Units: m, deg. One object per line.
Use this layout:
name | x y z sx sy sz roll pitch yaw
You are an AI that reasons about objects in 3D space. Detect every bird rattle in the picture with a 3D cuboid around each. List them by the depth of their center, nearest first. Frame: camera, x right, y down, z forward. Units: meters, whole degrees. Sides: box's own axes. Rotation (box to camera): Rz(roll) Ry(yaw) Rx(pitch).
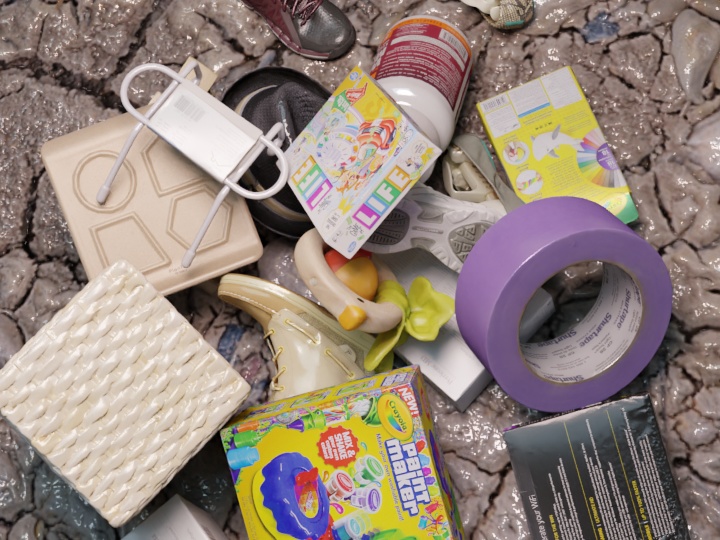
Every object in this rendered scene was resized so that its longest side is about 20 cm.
bird rattle | 0.000 0.000 1.386 0.113 0.163 0.200 -38 71 26

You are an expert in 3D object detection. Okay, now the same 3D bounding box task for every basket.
basket | -0.233 0.119 1.339 0.198 0.161 0.200 46 77 -4

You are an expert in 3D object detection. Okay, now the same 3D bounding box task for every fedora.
fedora | -0.061 -0.138 1.502 0.200 0.092 0.201 6 78 -28

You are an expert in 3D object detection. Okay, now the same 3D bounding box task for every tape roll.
tape roll | 0.200 0.033 1.354 0.200 0.200 0.085 -35 32 -2

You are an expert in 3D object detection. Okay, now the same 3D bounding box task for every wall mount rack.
wall mount rack | -0.176 -0.113 1.413 0.200 0.075 0.174 37 78 8

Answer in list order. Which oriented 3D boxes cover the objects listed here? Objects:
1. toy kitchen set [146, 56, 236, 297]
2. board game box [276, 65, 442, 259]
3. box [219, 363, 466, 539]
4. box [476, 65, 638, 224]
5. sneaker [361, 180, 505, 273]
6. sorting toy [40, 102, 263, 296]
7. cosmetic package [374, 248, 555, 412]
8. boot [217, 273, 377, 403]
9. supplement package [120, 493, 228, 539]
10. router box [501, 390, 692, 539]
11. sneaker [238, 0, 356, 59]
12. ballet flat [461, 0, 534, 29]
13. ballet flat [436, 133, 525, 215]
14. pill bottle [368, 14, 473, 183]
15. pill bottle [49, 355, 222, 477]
toy kitchen set | -0.188 -0.098 1.577 0.180 0.163 0.200 33 77 -6
board game box | -0.007 -0.110 1.345 0.135 0.034 0.200 -50 30 9
box | -0.011 0.217 1.343 0.192 0.122 0.201 -16 92 7
box | 0.217 -0.115 1.501 0.117 0.048 0.200 -22 63 4
sneaker | 0.075 -0.058 1.400 0.199 0.078 0.099 15 28 -18
sorting toy | -0.221 -0.073 1.463 0.185 0.036 0.201 -21 87 -9
cosmetic package | 0.085 0.030 1.472 0.151 0.052 0.200 -45 65 -8
boot | -0.086 0.105 1.455 0.200 0.073 0.156 28 79 -4
supplement package | -0.216 0.342 1.390 0.200 0.110 0.114 -40 64 -4
router box | 0.234 0.231 1.324 0.149 0.051 0.201 -15 83 7
sneaker | -0.098 -0.331 1.627 0.200 0.116 0.076 35 80 24
ballet flat | 0.121 -0.355 1.602 0.075 0.068 0.200 -19 61 -36
ballet flat | 0.133 -0.071 1.477 0.064 0.068 0.200 -8 48 -23
pill bottle | 0.055 -0.183 1.493 0.109 0.110 0.200 3 41 15
pill bottle | -0.241 0.151 1.472 0.111 0.111 0.200 30 78 23
